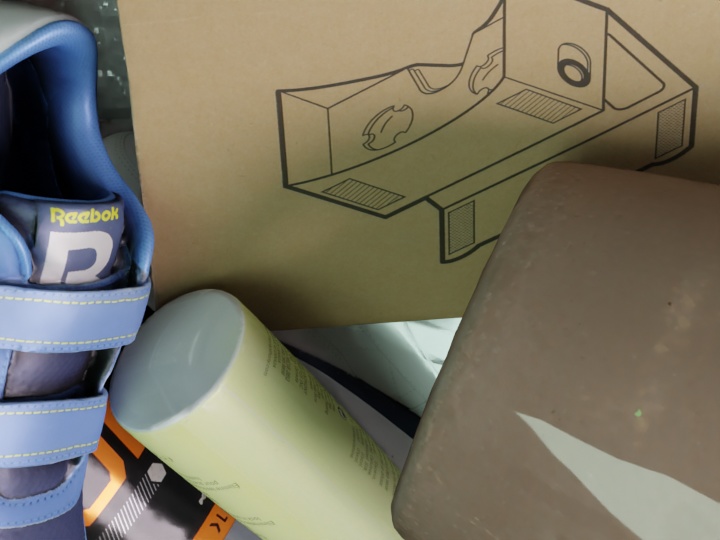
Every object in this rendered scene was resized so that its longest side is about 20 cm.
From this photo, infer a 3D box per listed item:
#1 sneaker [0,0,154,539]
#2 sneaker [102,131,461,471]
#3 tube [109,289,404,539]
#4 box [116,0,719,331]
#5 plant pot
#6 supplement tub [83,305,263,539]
[{"bbox_3d":[-0.102,0.017,0.730,0.082,0.074,0.201,-7,90,39],"label":"sneaker"},{"bbox_3d":[0.000,0.000,0.839,0.200,0.076,0.081,30,116,5],"label":"sneaker"},{"bbox_3d":[0.001,0.082,0.806,0.052,0.058,0.200,-20,134,28],"label":"tube"},{"bbox_3d":[0.034,-0.047,0.734,0.199,0.021,0.164,-4,137,-1],"label":"box"},{"bbox_3d":[0.107,0.056,0.703,0.174,0.200,0.201,23,122,6],"label":"plant pot"},{"bbox_3d":[-0.111,0.055,0.848,0.200,0.123,0.122,39,129,-23],"label":"supplement tub"}]
